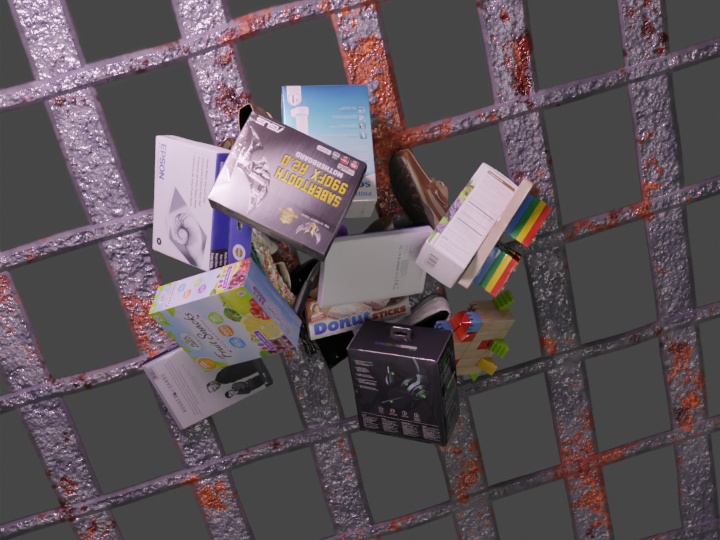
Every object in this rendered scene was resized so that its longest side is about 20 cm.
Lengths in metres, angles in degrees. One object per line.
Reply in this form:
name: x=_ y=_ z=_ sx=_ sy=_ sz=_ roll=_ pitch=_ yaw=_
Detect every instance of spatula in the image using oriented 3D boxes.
spatula: x=-0.079 y=0.007 z=1.357 sx=0.056 sy=0.021 sz=0.203 roll=21 pitch=99 yaw=-33

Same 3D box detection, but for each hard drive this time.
hard drive: x=0.025 y=-0.007 z=1.360 sx=0.196 sy=0.025 sz=0.134 roll=-8 pitch=127 yaw=-21

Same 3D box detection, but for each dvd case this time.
dvd case: x=-0.282 y=0.190 z=1.457 sx=0.197 sy=0.025 sz=0.152 roll=-26 pitch=110 yaw=1

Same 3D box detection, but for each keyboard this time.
keyboard: x=-0.085 y=0.085 z=1.453 sx=0.103 sy=0.039 sz=0.203 roll=-32 pitch=110 yaw=-22

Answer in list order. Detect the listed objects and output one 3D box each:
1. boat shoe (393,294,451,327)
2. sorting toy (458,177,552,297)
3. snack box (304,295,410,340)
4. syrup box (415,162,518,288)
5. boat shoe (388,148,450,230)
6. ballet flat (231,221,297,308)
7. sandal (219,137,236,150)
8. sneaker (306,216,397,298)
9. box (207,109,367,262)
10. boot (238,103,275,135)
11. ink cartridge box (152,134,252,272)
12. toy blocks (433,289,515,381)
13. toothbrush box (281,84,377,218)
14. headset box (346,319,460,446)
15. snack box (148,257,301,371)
boat shoe: x=0.093 y=0.131 z=1.468 sx=0.199 sy=0.066 sz=0.072 roll=-40 pitch=109 yaw=6
sorting toy: x=0.259 y=-0.053 z=1.354 sx=0.069 sy=0.200 sz=0.201 roll=33 pitch=102 yaw=9
snack box: x=-0.005 y=0.068 z=1.436 sx=0.196 sy=0.024 sz=0.074 roll=-13 pitch=108 yaw=-15
syrup box: x=0.181 y=-0.078 z=1.332 sx=0.081 sy=0.079 sz=0.201 roll=34 pitch=62 yaw=5
boat shoe: x=0.117 y=-0.126 z=1.392 sx=0.074 sy=0.075 sz=0.202 roll=-39 pitch=115 yaw=-26
ballet flat: x=-0.163 y=-0.010 z=1.352 sx=0.064 sy=0.075 sz=0.203 roll=-35 pitch=119 yaw=-29
sandal: x=-0.219 y=-0.127 z=1.337 sx=0.054 sy=0.082 sz=0.204 roll=-5 pitch=113 yaw=-27
sneaker: x=0.000 y=0.000 z=1.407 sx=0.199 sy=0.067 sz=0.090 roll=-39 pitch=121 yaw=3
box: x=-0.109 y=-0.129 z=1.194 sx=0.197 sy=0.048 sz=0.161 roll=26 pitch=75 yaw=3
boot: x=-0.171 y=-0.173 z=1.275 sx=0.072 sy=0.075 sz=0.205 roll=-12 pitch=74 yaw=16
ink cartridge box: x=-0.261 y=-0.106 z=1.293 sx=0.197 sy=0.040 sz=0.204 roll=17 pitch=110 yaw=30
toy blocks: x=0.187 y=0.126 z=1.434 sx=0.134 sy=0.101 sz=0.202 roll=-2 pitch=136 yaw=-30
toothbrush box: x=-0.054 y=-0.192 z=1.283 sx=0.143 sy=0.085 sz=0.205 roll=-4 pitch=75 yaw=-8
headset box: x=0.078 y=0.193 z=1.395 sx=0.171 sy=0.093 sz=0.204 roll=5 pitch=122 yaw=24
snack box: x=-0.224 y=0.080 z=1.318 sx=0.197 sy=0.069 sz=0.169 roll=-15 pitch=132 yaw=26
